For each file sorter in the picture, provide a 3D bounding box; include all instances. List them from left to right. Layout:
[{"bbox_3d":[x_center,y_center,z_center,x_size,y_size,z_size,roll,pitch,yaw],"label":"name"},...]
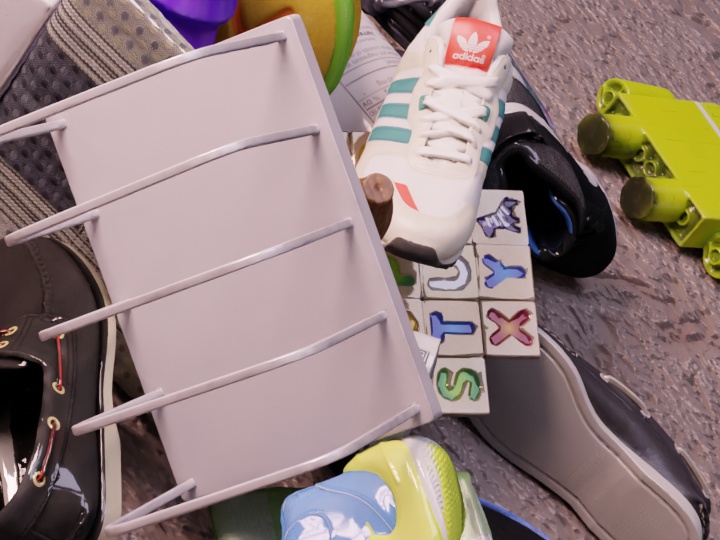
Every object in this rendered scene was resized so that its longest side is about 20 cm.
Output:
[{"bbox_3d":[-0.075,0.003,1.286,0.124,0.138,0.201,-21,91,-68],"label":"file sorter"}]

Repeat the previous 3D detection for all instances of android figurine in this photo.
[{"bbox_3d":[0.242,-0.067,2.004,0.200,0.041,0.182,2,46,-47],"label":"android figurine"}]

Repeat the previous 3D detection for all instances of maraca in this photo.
[{"bbox_3d":[-0.077,-0.167,1.570,0.200,0.137,0.107,39,35,29],"label":"maraca"}]

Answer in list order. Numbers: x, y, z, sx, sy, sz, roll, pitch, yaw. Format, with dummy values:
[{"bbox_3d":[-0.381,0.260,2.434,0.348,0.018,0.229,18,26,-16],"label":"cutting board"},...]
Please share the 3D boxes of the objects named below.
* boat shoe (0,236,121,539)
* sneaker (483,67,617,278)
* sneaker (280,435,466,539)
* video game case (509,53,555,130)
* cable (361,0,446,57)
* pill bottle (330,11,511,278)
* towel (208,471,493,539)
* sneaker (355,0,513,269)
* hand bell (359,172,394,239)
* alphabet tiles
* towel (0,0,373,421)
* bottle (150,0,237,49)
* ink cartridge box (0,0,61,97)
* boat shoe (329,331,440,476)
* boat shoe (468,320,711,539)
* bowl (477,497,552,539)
[{"bbox_3d":[-0.159,0.053,1.342,0.063,0.074,0.202,29,35,-35],"label":"boat shoe"},{"bbox_3d":[0.112,-0.030,1.726,0.200,0.073,0.112,50,14,-44],"label":"sneaker"},{"bbox_3d":[0.010,0.180,1.304,0.076,0.105,0.201,51,26,-61],"label":"sneaker"},{"bbox_3d":[0.050,-0.196,1.904,0.200,0.024,0.182,60,10,32],"label":"video game case"},{"bbox_3d":[0.021,-0.137,1.775,0.163,0.051,0.200,19,-16,36],"label":"cable"},{"bbox_3d":[0.002,-0.062,1.644,0.200,0.114,0.114,51,31,18],"label":"pill bottle"},{"bbox_3d":[0.017,0.184,1.350,0.149,0.031,0.200,-2,52,-22],"label":"towel"},{"bbox_3d":[0.042,-0.085,1.515,0.070,0.094,0.200,17,34,-1],"label":"sneaker"},{"bbox_3d":[-0.019,-0.003,1.428,0.104,0.200,0.105,5,68,-14],"label":"hand bell"},{"bbox_3d":[0.000,0.000,1.547,0.199,0.006,0.167,1,69,-15],"label":"alphabet tiles"},{"bbox_3d":[-0.102,-0.030,1.404,0.200,0.193,0.035,45,38,10],"label":"towel"},{"bbox_3d":[-0.118,-0.117,1.491,0.065,0.200,0.084,19,36,-24],"label":"bottle"},{"bbox_3d":[-0.225,-0.168,1.493,0.147,0.145,0.200,36,29,-7],"label":"ink cartridge box"},{"bbox_3d":[-0.002,0.064,1.430,0.063,0.200,0.071,23,71,3],"label":"boat shoe"},{"bbox_3d":[0.128,0.087,1.629,0.200,0.074,0.060,43,29,-1],"label":"boat shoe"},{"bbox_3d":[0.070,0.196,1.450,0.200,0.039,0.201,29,32,-20],"label":"bowl"}]
